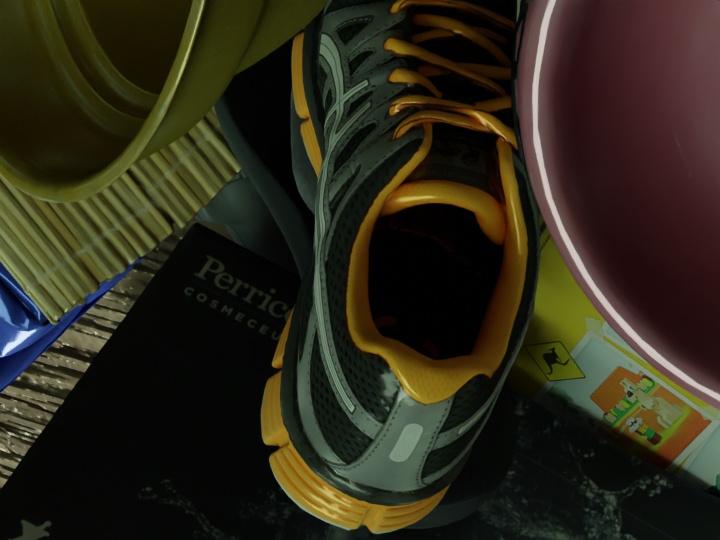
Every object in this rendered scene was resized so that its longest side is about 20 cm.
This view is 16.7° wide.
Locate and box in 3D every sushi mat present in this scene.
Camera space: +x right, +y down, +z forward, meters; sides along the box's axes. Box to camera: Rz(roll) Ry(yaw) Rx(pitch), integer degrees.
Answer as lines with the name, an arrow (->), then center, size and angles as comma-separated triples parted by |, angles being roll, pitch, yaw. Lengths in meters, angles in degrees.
sushi mat -> -0.121, -0.086, 0.785 | 0.200, 0.096, 0.012 | 50, 171, 10

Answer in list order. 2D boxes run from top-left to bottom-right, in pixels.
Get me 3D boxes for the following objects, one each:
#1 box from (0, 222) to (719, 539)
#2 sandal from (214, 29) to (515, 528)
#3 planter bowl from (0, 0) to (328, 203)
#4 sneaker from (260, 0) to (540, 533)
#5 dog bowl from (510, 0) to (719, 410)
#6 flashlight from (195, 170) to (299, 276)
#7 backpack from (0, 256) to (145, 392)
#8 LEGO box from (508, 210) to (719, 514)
box -> -0.022, 0.124, 0.740 | 0.197, 0.200, 0.117 | 28, 141, 6
sandal -> 0.007, -0.022, 0.739 | 0.043, 0.076, 0.200 | 115, 142, -59
planter bowl -> -0.052, -0.120, 0.696 | 0.200, 0.083, 0.200 | 7, 98, 58
sneaker -> 0.022, -0.029, 0.684 | 0.078, 0.200, 0.077 | 10, 154, -13
dog bowl -> 0.127, -0.046, 0.592 | 0.200, 0.074, 0.200 | 7, 112, 16
flashlight -> 0.000, 0.000, 0.853 | 0.068, 0.068, 0.200 | -23, 114, 17
backpack -> -0.179, -0.047, 0.875 | 0.168, 0.163, 0.200 | -35, 97, 33
LEGO box -> 0.120, 0.019, 0.750 | 0.149, 0.077, 0.200 | 34, 147, 4
